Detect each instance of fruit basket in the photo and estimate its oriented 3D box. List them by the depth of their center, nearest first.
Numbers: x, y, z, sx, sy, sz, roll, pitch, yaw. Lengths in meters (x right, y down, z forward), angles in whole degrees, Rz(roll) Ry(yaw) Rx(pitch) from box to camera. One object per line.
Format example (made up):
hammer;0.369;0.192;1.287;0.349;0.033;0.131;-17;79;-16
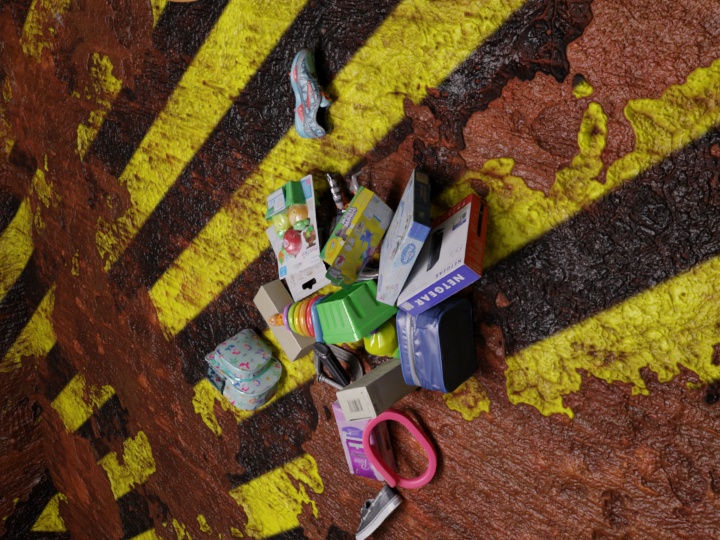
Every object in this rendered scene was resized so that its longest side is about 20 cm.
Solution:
fruit basket;0.015;0.132;1.567;0.215;0.154;0.219;42;150;31
fruit basket;-0.159;-0.098;1.619;0.183;0.092;0.207;-19;70;51

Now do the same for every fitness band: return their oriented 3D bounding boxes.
fitness band;0.093;0.421;1.636;0.143;0.037;0.201;-41;90;12

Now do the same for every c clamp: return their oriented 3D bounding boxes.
c clamp;-0.054;0.278;1.785;0.197;0.027;0.176;27;121;34

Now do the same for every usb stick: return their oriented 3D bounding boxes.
usb stick;-0.067;0.226;1.670;0.055;0.033;0.201;34;164;29

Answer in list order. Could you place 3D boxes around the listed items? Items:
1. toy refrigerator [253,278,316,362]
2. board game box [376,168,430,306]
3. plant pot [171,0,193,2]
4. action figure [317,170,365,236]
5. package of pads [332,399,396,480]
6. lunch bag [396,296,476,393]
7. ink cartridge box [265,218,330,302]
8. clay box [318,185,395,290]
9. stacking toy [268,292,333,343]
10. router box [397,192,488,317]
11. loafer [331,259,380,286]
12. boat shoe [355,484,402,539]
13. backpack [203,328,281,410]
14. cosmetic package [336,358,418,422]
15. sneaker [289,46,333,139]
toy refrigerator;-0.197;0.131;1.843;0.202;0.069;0.076;56;138;16
board game box;0.089;-0.069;1.422;0.042;0.202;0.202;18;126;-8
plant pot;-0.439;-0.774;1.687;0.198;0.196;0.144;-25;70;45
action figure;-0.052;-0.122;1.594;0.196;0.103;0.200;2;96;40
package of pads;0.010;0.411;1.724;0.118;0.075;0.206;0;111;39
lunch bag;0.155;0.156;1.467;0.130;0.134;0.206;7;110;41
ink cartridge box;-0.146;-0.045;1.748;0.161;0.056;0.204;-27;89;45
clay box;-0.012;-0.066;1.491;0.047;0.114;0.203;31;89;34
stacking toy;-0.151;0.119;1.737;0.195;0.115;0.113;-4;103;32
router box;0.163;-0.029;1.374;0.048;0.183;0.199;31;138;-22
loafer;0.000;0.000;1.610;0.197;0.071;0.065;-7;79;47
boat shoe;0.033;0.623;1.791;0.068;0.071;0.202;46;128;18
backpack;-0.317;0.277;1.934;0.199;0.176;0.153;42;134;19
cosmetic package;0.051;0.260;1.558;0.104;0.198;0.073;-21;92;45
sneaker;-0.099;-0.400;1.571;0.093;0.079;0.206;13;121;29
